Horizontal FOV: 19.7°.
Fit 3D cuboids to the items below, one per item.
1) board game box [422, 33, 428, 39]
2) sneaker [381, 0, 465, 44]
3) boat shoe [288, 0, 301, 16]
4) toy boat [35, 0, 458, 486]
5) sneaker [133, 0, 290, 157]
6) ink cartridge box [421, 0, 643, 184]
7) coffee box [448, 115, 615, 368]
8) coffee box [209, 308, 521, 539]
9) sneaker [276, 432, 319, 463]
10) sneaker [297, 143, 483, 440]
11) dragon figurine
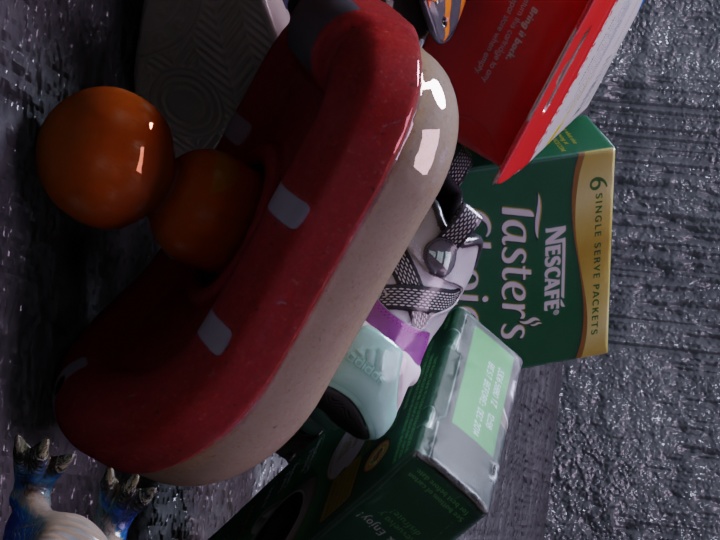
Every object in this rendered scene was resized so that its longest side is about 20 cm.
[{"bbox_3d":[0.060,-0.226,0.976,0.201,0.034,0.135,-56,146,-25],"label":"board game box"},{"bbox_3d":[0.005,-0.136,0.813,0.200,0.077,0.113,-29,127,-55],"label":"sneaker"},{"bbox_3d":[-0.034,-0.117,0.943,0.066,0.074,0.202,44,49,-87],"label":"boat shoe"},{"bbox_3d":[-0.062,-0.022,0.771,0.201,0.130,0.131,-60,-159,9],"label":"toy boat"},{"bbox_3d":[-0.053,-0.126,0.858,0.085,0.074,0.202,-62,155,-52],"label":"sneaker"},{"bbox_3d":[0.083,-0.119,0.946,0.117,0.067,0.200,-63,172,21],"label":"ink cartridge box"},{"bbox_3d":[0.029,-0.003,1.034,0.044,0.198,0.124,-123,-151,-58],"label":"coffee box"},{"bbox_3d":[-0.013,0.116,0.931,0.200,0.044,0.123,-44,-168,28],"label":"coffee box"},{"bbox_3d":[-0.021,0.009,1.110,0.091,0.066,0.202,-62,153,-57],"label":"sneaker"},{"bbox_3d":[0.000,0.000,0.917,0.140,0.078,0.200,-54,-159,-12],"label":"sneaker"},{"bbox_3d":[-0.113,0.125,0.679,0.200,0.058,0.100,-55,-166,45],"label":"dragon figurine"}]
